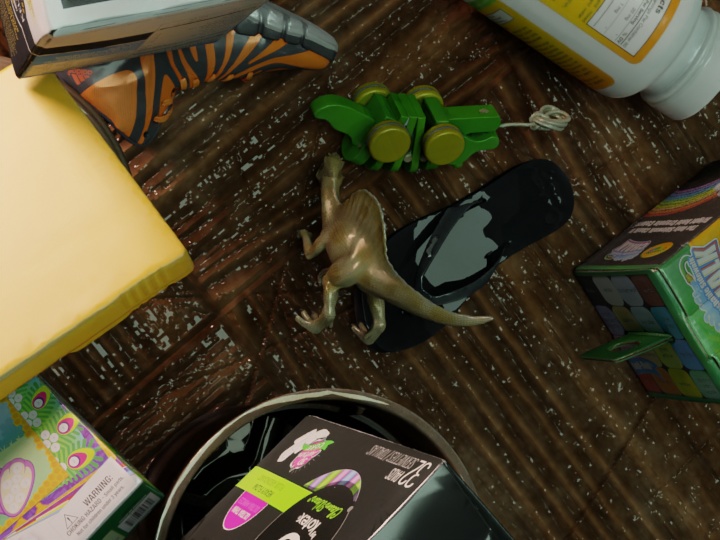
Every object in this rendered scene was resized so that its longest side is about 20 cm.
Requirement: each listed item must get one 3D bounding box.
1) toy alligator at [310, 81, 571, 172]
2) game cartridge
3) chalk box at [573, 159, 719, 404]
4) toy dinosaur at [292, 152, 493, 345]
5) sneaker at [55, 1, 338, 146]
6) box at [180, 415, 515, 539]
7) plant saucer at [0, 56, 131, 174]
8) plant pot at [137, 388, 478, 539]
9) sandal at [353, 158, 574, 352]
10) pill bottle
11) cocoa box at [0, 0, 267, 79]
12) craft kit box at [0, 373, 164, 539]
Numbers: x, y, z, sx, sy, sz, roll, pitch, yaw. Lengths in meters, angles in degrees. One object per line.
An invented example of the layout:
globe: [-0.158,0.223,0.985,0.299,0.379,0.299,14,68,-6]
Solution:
toy alligator: [0.055,-0.095,0.972,0.199,0.059,0.054,1,131,-21]
game cartridge: [-0.222,-0.010,0.759,0.200,0.032,0.176,-34,66,-12]
chalk box: [0.255,0.018,1.001,0.200,0.125,0.124,-37,101,-15]
toy dinosaur: [0.000,0.000,0.902,0.058,0.200,0.101,-3,130,-36]
sneaker: [-0.115,-0.137,0.906,0.199,0.078,0.112,9,107,-31]
box: [-0.009,0.171,0.656,0.149,0.200,0.124,-44,104,-15]
plant saucer: [-0.241,-0.034,0.845,0.199,0.029,0.201,-2,105,-7]
plant pot: [-0.050,0.167,0.852,0.199,0.198,0.201,0,90,-19]
sandal: [0.075,-0.018,0.979,0.200,0.043,0.076,-39,102,-16]
pill bottle: [0.176,-0.196,0.981,0.200,0.111,0.111,31,80,-17]
cocoa box: [-0.145,-0.223,0.744,0.133,0.131,0.201,-15,92,-21]
craft kit box: [-0.246,0.130,0.746,0.197,0.049,0.200,39,81,23]
